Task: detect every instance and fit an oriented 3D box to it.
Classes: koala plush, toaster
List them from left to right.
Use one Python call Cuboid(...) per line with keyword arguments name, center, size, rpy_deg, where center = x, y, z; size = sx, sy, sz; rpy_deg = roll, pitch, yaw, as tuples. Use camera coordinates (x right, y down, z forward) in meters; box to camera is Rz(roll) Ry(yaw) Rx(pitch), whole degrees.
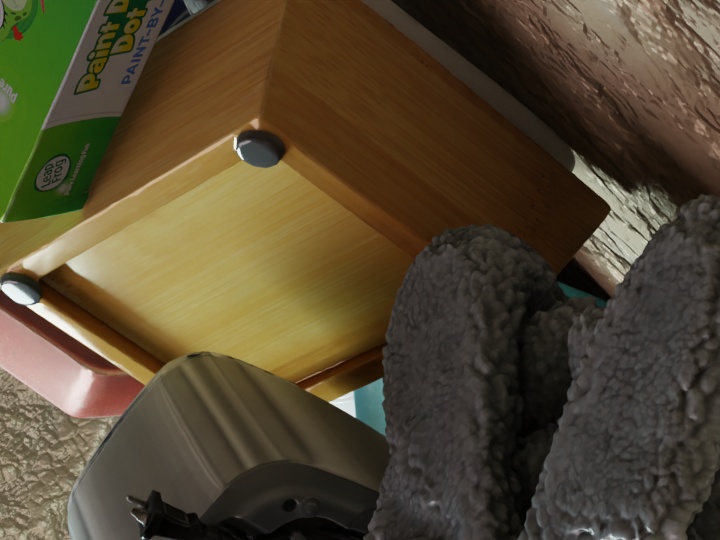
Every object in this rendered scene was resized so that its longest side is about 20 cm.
Cuboid(name="toaster", center=(-0.024, 0.111, 0.932), size=(0.200, 0.114, 0.129), rpy_deg=(31, -171, -28))
Cuboid(name="koala plush", center=(0.121, 0.092, 0.853), size=(0.200, 0.184, 0.177), rpy_deg=(19, 166, -35))

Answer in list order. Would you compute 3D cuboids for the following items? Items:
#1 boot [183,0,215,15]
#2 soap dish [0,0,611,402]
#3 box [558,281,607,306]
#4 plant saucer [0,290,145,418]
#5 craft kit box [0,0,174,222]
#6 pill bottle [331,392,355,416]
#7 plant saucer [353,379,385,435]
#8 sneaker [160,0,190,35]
Cuboid(name="boot", center=(-0.051, -0.128, 1.044), size=(0.132, 0.070, 0.200), rpy_deg=(53, 170, 17))
Cuboid(name="soap dish", center=(-0.033, -0.019, 0.964), size=(0.157, 0.081, 0.200), rpy_deg=(36, 139, -26))
Cuboid(name="box", center=(0.000, 0.000, 1.116), size=(0.200, 0.049, 0.082), rpy_deg=(22, 176, -10))
Cuboid(name="plant saucer", center=(-0.123, 0.014, 1.188), size=(0.200, 0.037, 0.200), rpy_deg=(31, -161, 33))
Cuboid(name="craft kit box", center=(-0.137, -0.154, 0.911), size=(0.200, 0.198, 0.049), rpy_deg=(43, -145, 26))
Cuboid(name="pill bottle", center=(-0.041, -0.008, 1.404), size=(0.200, 0.104, 0.104), rpy_deg=(53, 171, -36))
Cuboid(name="plant saucer", center=(0.018, 0.042, 1.261), size=(0.200, 0.027, 0.200), rpy_deg=(177, 90, -83))
Cuboid(name="sneaker", center=(-0.108, -0.135, 1.262), size=(0.115, 0.081, 0.199), rpy_deg=(47, 180, -33))
